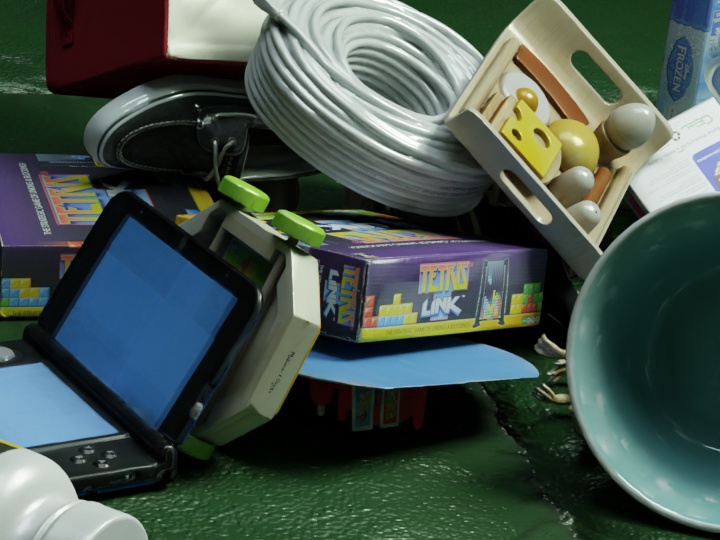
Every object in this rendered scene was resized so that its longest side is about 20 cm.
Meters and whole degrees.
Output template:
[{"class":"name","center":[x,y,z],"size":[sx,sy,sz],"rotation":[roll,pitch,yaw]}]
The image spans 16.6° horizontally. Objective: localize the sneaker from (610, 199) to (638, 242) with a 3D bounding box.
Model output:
[{"class":"sneaker","center":[0.221,-0.062,1.903],"size":[0.078,0.085,0.200],"rotation":[-8,24,-35]}]

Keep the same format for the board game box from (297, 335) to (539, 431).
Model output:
[{"class":"board game box","center":[0.010,0.071,1.556],"size":[0.200,0.039,0.158],"rotation":[-2,12,-42]}]

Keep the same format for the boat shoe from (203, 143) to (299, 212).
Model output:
[{"class":"boat shoe","center":[-0.105,-0.091,1.914],"size":[0.072,0.076,0.200],"rotation":[-8,26,-38]}]

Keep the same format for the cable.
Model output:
[{"class":"cable","center":[0.016,-0.119,1.716],"size":[0.199,0.069,0.200],"rotation":[6,42,-39]}]

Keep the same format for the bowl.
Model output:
[{"class":"bowl","center":[0.229,0.054,1.486],"size":[0.200,0.202,0.105],"rotation":[10,2,11]}]

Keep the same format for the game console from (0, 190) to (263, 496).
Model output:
[{"class":"game console","center":[-0.179,0.041,1.477],"size":[0.170,0.119,0.200],"rotation":[-7,23,-31]}]

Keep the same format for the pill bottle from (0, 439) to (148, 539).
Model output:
[{"class":"pill bottle","center":[-0.210,0.133,1.234],"size":[0.199,0.112,0.111],"rotation":[16,23,24]}]

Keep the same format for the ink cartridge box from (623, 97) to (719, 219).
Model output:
[{"class":"ink cartridge box","center":[0.268,-0.028,1.777],"size":[0.094,0.037,0.200],"rotation":[-27,59,-10]}]

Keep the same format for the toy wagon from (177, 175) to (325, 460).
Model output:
[{"class":"toy wagon","center":[-0.096,0.020,1.512],"size":[0.040,0.156,0.200],"rotation":[25,5,-37]}]

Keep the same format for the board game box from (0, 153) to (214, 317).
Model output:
[{"class":"board game box","center":[-0.186,-0.028,1.750],"size":[0.165,0.057,0.200],"rotation":[1,21,-16]}]

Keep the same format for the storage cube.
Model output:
[{"class":"storage cube","center":[-0.118,-0.223,1.843],"size":[0.199,0.172,0.180],"rotation":[1,-5,-34]}]

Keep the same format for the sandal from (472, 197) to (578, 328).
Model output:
[{"class":"sandal","center":[0.129,-0.012,1.758],"size":[0.045,0.075,0.200],"rotation":[-35,37,-5]}]

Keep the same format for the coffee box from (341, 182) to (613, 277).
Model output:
[{"class":"coffee box","center":[0.093,-0.079,1.875],"size":[0.199,0.113,0.080],"rotation":[15,22,26]}]

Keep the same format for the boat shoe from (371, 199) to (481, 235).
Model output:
[{"class":"boat shoe","center":[0.029,-0.058,1.780],"size":[0.068,0.072,0.200],"rotation":[25,34,-47]}]

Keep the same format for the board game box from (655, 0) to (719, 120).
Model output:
[{"class":"board game box","center":[0.316,-0.147,1.992],"size":[0.200,0.200,0.043],"rotation":[-15,30,-42]}]

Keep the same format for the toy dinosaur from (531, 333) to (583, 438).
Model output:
[{"class":"toy dinosaur","center":[0.175,0.074,1.602],"size":[0.101,0.058,0.200],"rotation":[37,35,28]}]

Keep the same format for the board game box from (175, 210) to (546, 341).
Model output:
[{"class":"board game box","center":[0.000,0.000,1.630],"size":[0.165,0.057,0.200],"rotation":[12,9,37]}]

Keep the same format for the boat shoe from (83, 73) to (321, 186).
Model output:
[{"class":"boat shoe","center":[-0.100,-0.097,1.783],"size":[0.199,0.072,0.071],"rotation":[-9,48,-30]}]

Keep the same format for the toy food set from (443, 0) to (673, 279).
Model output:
[{"class":"toy food set","center":[0.144,-0.098,1.700],"size":[0.144,0.060,0.200],"rotation":[47,33,-9]}]
